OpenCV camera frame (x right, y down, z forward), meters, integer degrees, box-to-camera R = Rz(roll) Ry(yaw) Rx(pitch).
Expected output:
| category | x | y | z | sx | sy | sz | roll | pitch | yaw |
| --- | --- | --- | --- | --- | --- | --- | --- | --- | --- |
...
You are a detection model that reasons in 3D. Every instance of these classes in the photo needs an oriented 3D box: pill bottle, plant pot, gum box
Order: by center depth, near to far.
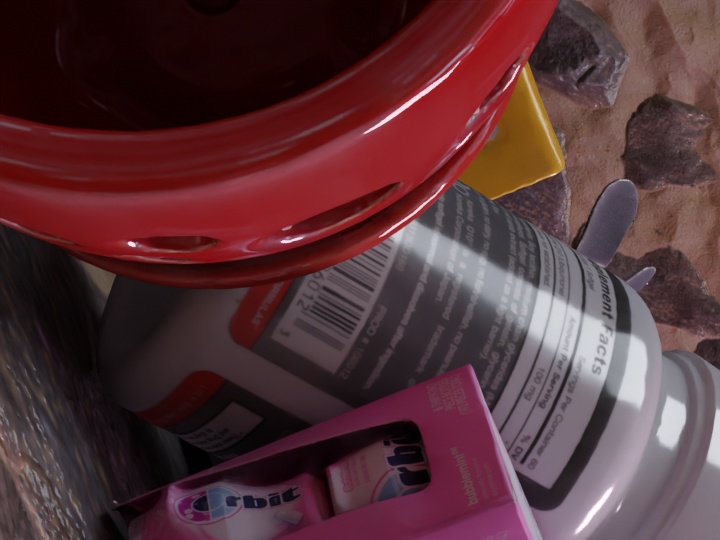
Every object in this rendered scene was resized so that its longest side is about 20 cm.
| category | x | y | z | sx | sy | sz | roll | pitch | yaw |
| --- | --- | --- | --- | --- | --- | --- | --- | --- | --- |
| plant pot | -0.040 | -0.094 | 0.506 | 0.183 | 0.200 | 0.201 | 66 | 4 | -76 |
| gum box | 0.014 | 0.131 | 0.612 | 0.066 | 0.113 | 0.200 | -106 | 174 | -57 |
| pill bottle | 0.025 | 0.033 | 0.663 | 0.200 | 0.116 | 0.116 | 30 | 19 | -19 |

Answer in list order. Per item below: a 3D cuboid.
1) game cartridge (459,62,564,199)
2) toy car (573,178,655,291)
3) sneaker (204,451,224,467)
| category | x | y | z | sx | sy | sz | roll | pitch | yaw |
| --- | --- | --- | --- | --- | --- | --- | --- | --- | --- |
| game cartridge | -0.023 | -0.104 | 0.911 | 0.032 | 0.176 | 0.201 | -100 | 168 | -72 |
| toy car | 0.065 | 0.031 | 1.053 | 0.158 | 0.200 | 0.164 | 51 | -7 | 30 |
| sneaker | -0.006 | 0.105 | 0.764 | 0.106 | 0.075 | 0.201 | 61 | 7 | -62 |
